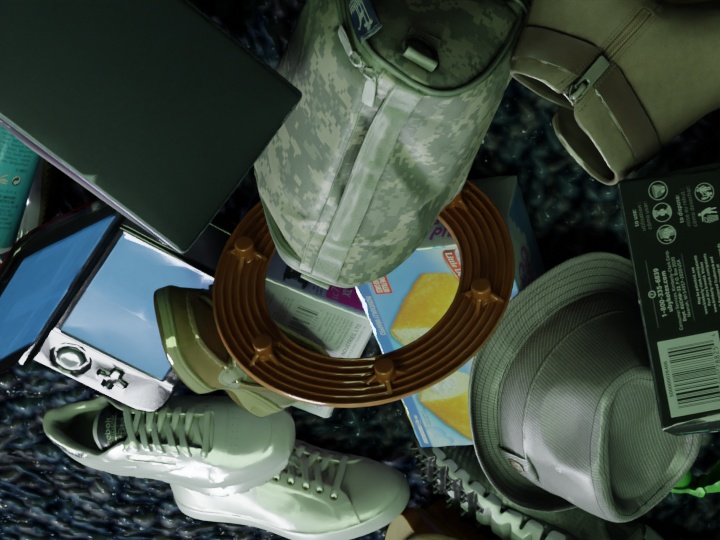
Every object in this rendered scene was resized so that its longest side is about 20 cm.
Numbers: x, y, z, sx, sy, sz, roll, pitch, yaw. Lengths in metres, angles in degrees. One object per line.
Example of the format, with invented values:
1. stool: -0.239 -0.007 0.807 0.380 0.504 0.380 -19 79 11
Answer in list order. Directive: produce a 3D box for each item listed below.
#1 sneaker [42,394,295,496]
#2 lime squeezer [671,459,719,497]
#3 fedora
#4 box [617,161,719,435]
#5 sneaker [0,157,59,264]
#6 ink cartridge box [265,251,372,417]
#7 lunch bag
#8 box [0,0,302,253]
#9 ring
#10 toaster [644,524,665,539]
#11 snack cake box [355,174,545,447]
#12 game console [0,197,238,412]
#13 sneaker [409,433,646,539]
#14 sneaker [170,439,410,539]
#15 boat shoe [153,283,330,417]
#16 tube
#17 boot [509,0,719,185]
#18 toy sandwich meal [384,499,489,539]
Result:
1. sneaker: -0.145 0.127 1.487 0.199 0.077 0.080 -4 161 25
2. lime squeezer: 0.242 0.139 1.449 0.199 0.038 0.071 -13 130 27
3. fedora: 0.168 0.096 1.328 0.090 0.176 0.201 39 154 46
4. box: 0.231 0.018 1.177 0.123 0.150 0.200 -10 173 11
5. sneaker: -0.272 -0.050 1.374 0.108 0.070 0.201 13 129 -5
6. ink cartridge box: -0.094 0.028 1.427 0.199 0.042 0.120 19 134 -9
7. lunch bag: 0.017 -0.104 1.173 0.138 0.168 0.201 20 136 -5
8. box: -0.164 -0.128 1.154 0.200 0.198 0.124 37 89 -19
9. ring: 0.000 0.000 1.258 0.199 0.202 0.019 2 144 13
10. toaster: 0.218 0.289 1.524 0.113 0.200 0.130 -19 133 -17
11. snack cake box: 0.074 0.033 1.367 0.114 0.067 0.201 -4 133 20
12. game console: -0.182 0.041 1.347 0.172 0.119 0.200 28 130 -14
13. sneaker: 0.133 0.170 1.490 0.199 0.091 0.067 34 158 17
14. sneaker: -0.063 0.161 1.527 0.198 0.073 0.085 0 137 16
15. boat shoe: -0.079 0.051 1.335 0.063 0.074 0.201 -20 154 14
16. tube: -0.227 -0.115 1.271 0.077 0.050 0.201 15 106 -8
17. boot: 0.183 -0.110 1.136 0.200 0.147 0.070 40 165 -10
18. toy sandwich meal: 0.097 0.275 1.537 0.204 0.070 0.206 30 136 33
